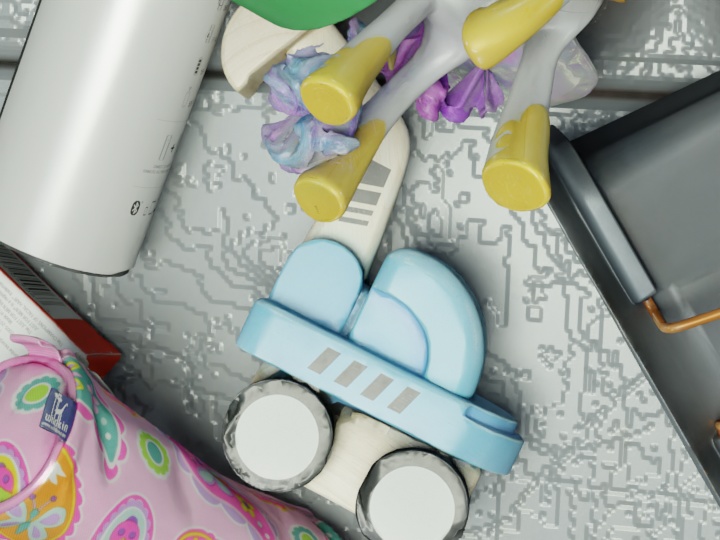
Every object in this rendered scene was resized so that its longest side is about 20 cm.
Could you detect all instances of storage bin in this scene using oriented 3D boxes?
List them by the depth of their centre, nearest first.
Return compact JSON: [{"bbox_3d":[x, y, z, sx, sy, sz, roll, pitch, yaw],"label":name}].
[{"bbox_3d":[0.168,0.004,0.859,0.134,0.146,0.201,-31,96,5],"label":"storage bin"}]

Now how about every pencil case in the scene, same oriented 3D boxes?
[{"bbox_3d":[-0.087,0.106,0.901,0.087,0.088,0.200,-40,129,14],"label":"pencil case"}]

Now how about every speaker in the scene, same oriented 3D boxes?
[{"bbox_3d":[-0.102,-0.104,0.923,0.081,0.081,0.201,23,103,7],"label":"speaker"}]

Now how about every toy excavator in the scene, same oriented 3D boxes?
[{"bbox_3d":[0.000,0.000,0.923,0.194,0.100,0.201,27,90,5],"label":"toy excavator"}]

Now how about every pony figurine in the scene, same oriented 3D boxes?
[{"bbox_3d":[0.046,-0.105,0.817,0.192,0.200,0.167,-3,129,46],"label":"pony figurine"}]

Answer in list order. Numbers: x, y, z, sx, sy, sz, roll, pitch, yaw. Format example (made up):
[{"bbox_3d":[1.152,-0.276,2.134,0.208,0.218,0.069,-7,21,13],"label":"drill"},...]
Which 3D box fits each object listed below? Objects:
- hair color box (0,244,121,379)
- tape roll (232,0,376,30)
[{"bbox_3d":[-0.218,0.075,0.966,0.111,0.064,0.200,43,94,8],"label":"hair color box"},{"bbox_3d":[0.001,-0.186,0.764,0.048,0.201,0.201,26,106,-28],"label":"tape roll"}]
